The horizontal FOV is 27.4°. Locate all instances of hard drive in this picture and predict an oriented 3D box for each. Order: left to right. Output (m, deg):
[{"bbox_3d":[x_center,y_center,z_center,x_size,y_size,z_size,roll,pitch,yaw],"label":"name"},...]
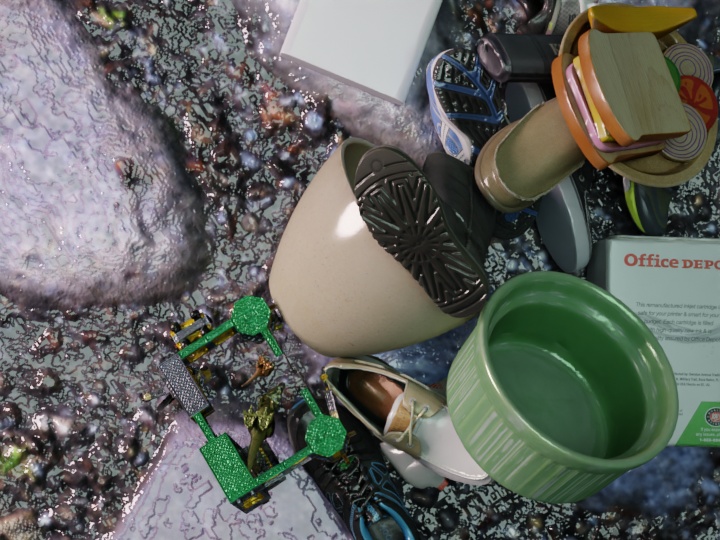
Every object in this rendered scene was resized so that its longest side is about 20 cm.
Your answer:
[{"bbox_3d":[0.016,-0.280,1.460,0.131,0.027,0.201,21,83,-6],"label":"hard drive"}]

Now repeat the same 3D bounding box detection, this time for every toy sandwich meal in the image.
[{"bbox_3d":[0.263,-0.170,1.356,0.204,0.070,0.206,10,67,-26],"label":"toy sandwich meal"}]

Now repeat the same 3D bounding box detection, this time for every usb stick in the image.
[{"bbox_3d":[0.193,-0.205,1.426,0.199,0.033,0.056,-6,53,-40],"label":"usb stick"}]

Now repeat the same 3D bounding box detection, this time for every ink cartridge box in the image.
[{"bbox_3d":[0.298,0.070,1.445,0.146,0.083,0.201,3,87,-7],"label":"ink cartridge box"}]

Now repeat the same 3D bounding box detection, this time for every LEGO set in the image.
[{"bbox_3d":[-0.098,0.131,1.376,0.154,0.116,0.200,-40,76,-6],"label":"LEGO set"}]

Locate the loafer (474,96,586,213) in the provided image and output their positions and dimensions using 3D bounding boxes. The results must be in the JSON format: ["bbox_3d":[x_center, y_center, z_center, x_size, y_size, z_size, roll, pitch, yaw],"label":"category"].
[{"bbox_3d":[0.183,-0.127,1.379,0.076,0.067,0.200,49,58,-1],"label":"loafer"}]

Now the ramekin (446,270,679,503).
[{"bbox_3d":[0.174,0.109,1.317,0.199,0.098,0.201,15,49,-18],"label":"ramekin"}]

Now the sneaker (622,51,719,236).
[{"bbox_3d":[0.314,-0.128,1.452,0.081,0.074,0.201,11,85,34],"label":"sneaker"}]

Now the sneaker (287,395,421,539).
[{"bbox_3d":[0.003,0.204,1.396,0.073,0.082,0.200,-35,90,-7],"label":"sneaker"}]

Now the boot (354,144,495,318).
[{"bbox_3d":[0.066,-0.066,1.315,0.072,0.200,0.182,-22,113,22],"label":"boot"}]

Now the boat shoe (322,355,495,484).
[{"bbox_3d":[0.047,0.139,1.364,0.199,0.068,0.075,26,97,31],"label":"boat shoe"}]

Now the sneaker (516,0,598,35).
[{"bbox_3d":[0.169,-0.318,1.459,0.087,0.074,0.201,-20,94,-15],"label":"sneaker"}]

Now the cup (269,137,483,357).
[{"bbox_3d":[0.000,0.000,1.371,0.143,0.200,0.201,-39,92,21],"label":"cup"}]

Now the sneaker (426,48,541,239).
[{"bbox_3d":[0.120,-0.126,1.443,0.075,0.077,0.201,-23,106,-8],"label":"sneaker"}]

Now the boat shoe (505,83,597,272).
[{"bbox_3d":[0.201,-0.101,1.457,0.066,0.070,0.201,-15,81,-21],"label":"boat shoe"}]

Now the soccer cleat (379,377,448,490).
[{"bbox_3d":[0.102,0.121,1.425,0.077,0.069,0.200,40,85,0],"label":"soccer cleat"}]
